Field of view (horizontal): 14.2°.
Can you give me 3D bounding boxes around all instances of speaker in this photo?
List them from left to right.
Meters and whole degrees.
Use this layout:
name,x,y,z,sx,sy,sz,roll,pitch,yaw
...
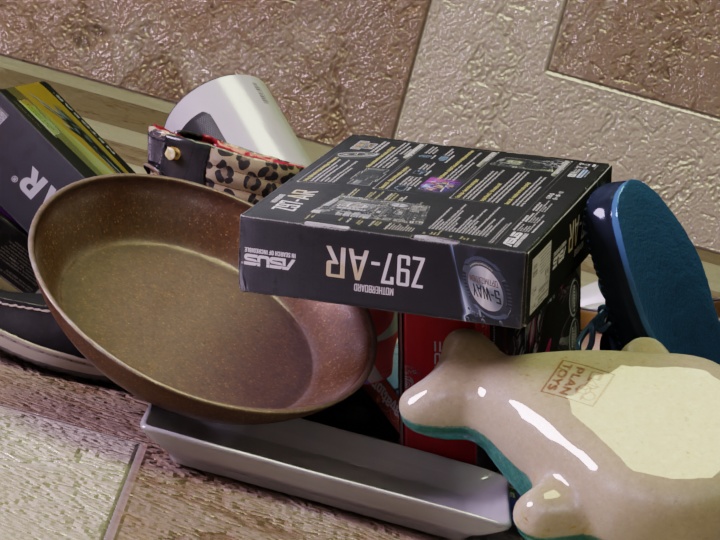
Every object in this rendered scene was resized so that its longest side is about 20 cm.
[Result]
name,x,y,z,sx,sy,sz,roll,pitch,yaw
speaker,-0.053,-0.032,1.882,0.081,0.081,0.200,9,40,-44

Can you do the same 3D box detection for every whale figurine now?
name,x,y,z,sx,sy,sz,roll,pitch,yaw
whale figurine,0.121,0.100,1.531,0.199,0.104,0.159,18,44,20

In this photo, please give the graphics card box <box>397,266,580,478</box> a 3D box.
name,x,y,z,sx,sy,sz,roll,pitch,yaw
graphics card box,0.077,0.039,1.681,0.051,0.126,0.200,4,15,20

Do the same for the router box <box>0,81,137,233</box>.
name,x,y,z,sx,sy,sz,roll,pitch,yaw
router box,-0.160,-0.030,1.815,0.200,0.052,0.157,45,7,-1

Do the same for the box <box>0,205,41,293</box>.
name,x,y,z,sx,sy,sz,roll,pitch,yaw
box,-0.247,-0.049,1.833,0.143,0.036,0.200,40,5,-39

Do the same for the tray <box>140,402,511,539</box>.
name,x,y,z,sx,sy,sz,roll,pitch,yaw
tray,-0.018,0.105,1.541,0.199,0.022,0.107,15,9,-1

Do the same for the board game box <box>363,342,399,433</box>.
name,x,y,z,sx,sy,sz,roll,pitch,yaw
board game box,0.089,0.089,1.787,0.200,0.019,0.103,13,24,-37

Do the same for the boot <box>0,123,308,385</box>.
name,x,y,z,sx,sy,sz,roll,pitch,yaw
boot,-0.130,-0.010,1.680,0.199,0.151,0.073,15,7,-1

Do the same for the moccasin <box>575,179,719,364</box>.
name,x,y,z,sx,sy,sz,roll,pitch,yaw
moccasin,0.160,0.044,1.621,0.068,0.200,0.080,-5,26,39

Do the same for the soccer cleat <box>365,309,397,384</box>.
name,x,y,z,sx,sy,sz,roll,pitch,yaw
soccer cleat,0.000,0.000,1.769,0.068,0.073,0.200,-19,20,11

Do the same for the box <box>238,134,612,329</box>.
name,x,y,z,sx,sy,sz,roll,pitch,yaw
box,0.039,-0.025,1.593,0.160,0.044,0.200,7,17,15

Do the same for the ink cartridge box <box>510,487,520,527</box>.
name,x,y,z,sx,sy,sz,roll,pitch,yaw
ink cartridge box,0.162,0.138,1.629,0.199,0.042,0.119,14,7,0

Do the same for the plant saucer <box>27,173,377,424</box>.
name,x,y,z,sx,sy,sz,roll,pitch,yaw
plant saucer,-0.089,0.022,1.569,0.200,0.037,0.201,19,31,-12

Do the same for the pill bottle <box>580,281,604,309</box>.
name,x,y,z,sx,sy,sz,roll,pitch,yaw
pill bottle,0.183,0.059,1.996,0.112,0.113,0.200,17,7,13

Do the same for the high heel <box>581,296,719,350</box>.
name,x,y,z,sx,sy,sz,roll,pitch,yaw
high heel,0.156,0.023,1.790,0.200,0.143,0.072,28,41,-6

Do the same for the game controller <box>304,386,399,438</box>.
name,x,y,z,sx,sy,sz,roll,pitch,yaw
game controller,0.006,0.078,1.798,0.200,0.042,0.104,8,24,-43
